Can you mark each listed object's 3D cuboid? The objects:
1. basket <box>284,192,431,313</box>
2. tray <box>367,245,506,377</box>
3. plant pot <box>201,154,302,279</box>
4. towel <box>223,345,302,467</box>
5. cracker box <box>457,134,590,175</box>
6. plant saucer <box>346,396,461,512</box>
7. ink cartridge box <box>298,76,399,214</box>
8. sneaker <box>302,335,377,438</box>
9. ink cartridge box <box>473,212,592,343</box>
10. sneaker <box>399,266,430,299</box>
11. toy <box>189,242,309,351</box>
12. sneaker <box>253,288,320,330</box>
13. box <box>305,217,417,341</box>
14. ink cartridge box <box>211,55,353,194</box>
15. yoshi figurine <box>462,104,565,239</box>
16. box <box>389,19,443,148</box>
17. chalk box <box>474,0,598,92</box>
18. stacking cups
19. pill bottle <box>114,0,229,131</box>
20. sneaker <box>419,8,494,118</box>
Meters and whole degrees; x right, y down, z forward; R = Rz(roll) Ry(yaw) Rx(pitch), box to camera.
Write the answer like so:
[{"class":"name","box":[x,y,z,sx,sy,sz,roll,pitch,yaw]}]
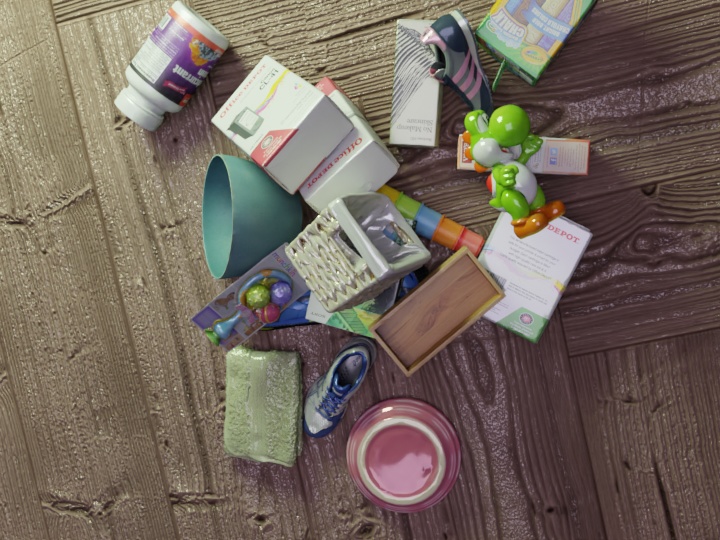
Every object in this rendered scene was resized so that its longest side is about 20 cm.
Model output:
[{"class":"basket","box":[-0.002,-0.026,1.389,0.123,0.200,0.136,-39,82,22]},{"class":"tray","box":[0.119,0.064,1.464,0.200,0.037,0.099,-40,98,4]},{"class":"plant pot","box":[-0.173,-0.087,1.535,0.134,0.200,0.201,0,96,-23]},{"class":"towel","box":[-0.169,0.234,1.615,0.147,0.036,0.201,3,94,16]},{"class":"cracker box","box":[0.255,-0.183,1.473,0.199,0.134,0.058,3,98,8]},{"class":"plant saucer","box":[0.072,0.318,1.590,0.199,0.051,0.202,1,95,8]},{"class":"ink cartridge box","box":[-0.047,-0.193,1.490,0.146,0.083,0.200,-41,46,9]},{"class":"sneaker","box":[-0.045,0.200,1.578,0.075,0.088,0.201,29,100,3]},{"class":"ink cartridge box","box":[0.265,-0.007,1.513,0.144,0.084,0.201,26,99,5]},{"class":"sneaker","box":[0.077,0.030,1.550,0.078,0.066,0.201,-37,84,30]},{"class":"toy","box":[-0.162,0.057,1.507,0.200,0.115,0.047,-36,46,5]},{"class":"sneaker","box":[-0.130,0.060,1.594,0.199,0.066,0.079,-9,83,9]},{"class":"box","box":[0.000,0.000,1.506,0.144,0.036,0.201,14,98,16]},{"class":"ink cartridge box","box":[-0.125,-0.230,1.455,0.148,0.086,0.200,-49,45,1]},{"class":"yoshi figurine","box":[0.230,-0.157,1.364,0.112,0.112,0.201,-31,91,-4]},{"class":"box","box":[0.094,-0.302,1.519,0.082,0.068,0.201,3,95,9]},{"class":"chalk box","box":[0.259,-0.372,1.460,0.124,0.124,0.200,38,98,3]},{"class":"stacking cups","box":[0.111,-0.083,1.544,0.199,0.061,0.061,24,98,4]},{"class":"pill bottle","box":[-0.319,-0.336,1.557,0.111,0.111,0.200,40,100,3]},{"class":"sneaker","box":[0.151,-0.308,1.473,0.082,0.070,0.201,-28,124,-3]}]
